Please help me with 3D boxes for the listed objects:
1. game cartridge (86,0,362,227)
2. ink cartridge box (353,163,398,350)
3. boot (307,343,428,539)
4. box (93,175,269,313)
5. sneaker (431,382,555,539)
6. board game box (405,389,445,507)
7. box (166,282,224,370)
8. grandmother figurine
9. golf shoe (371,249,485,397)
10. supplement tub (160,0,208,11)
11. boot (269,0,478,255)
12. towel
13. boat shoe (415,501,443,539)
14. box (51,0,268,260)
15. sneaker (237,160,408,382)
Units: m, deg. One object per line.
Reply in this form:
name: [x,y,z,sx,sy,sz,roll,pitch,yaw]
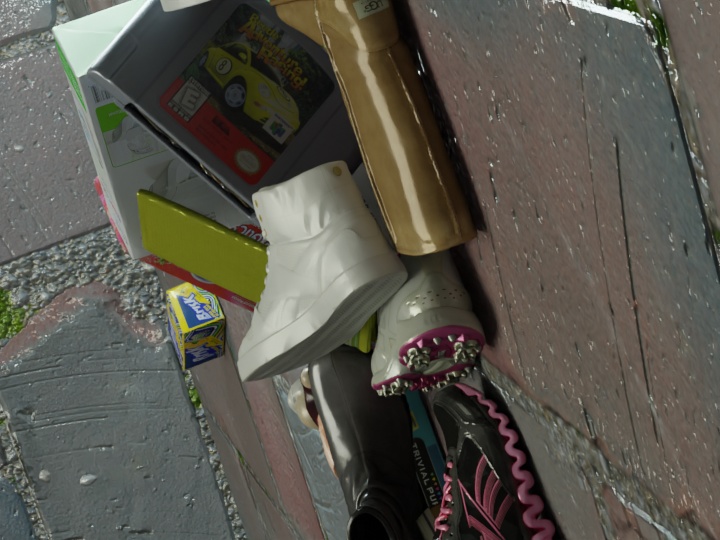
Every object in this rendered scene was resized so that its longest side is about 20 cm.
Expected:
game cartridge: [-0.086,-0.128,1.636,0.200,0.133,0.041,40,158,-9]
ink cartridge box: [0.000,0.000,1.750,0.200,0.067,0.117,82,163,-52]
boot: [0.009,0.159,1.685,0.132,0.070,0.201,-70,-41,-71]
box: [-0.135,-0.048,2.024,0.200,0.100,0.096,28,-151,-51]
sneaker: [0.083,0.177,1.594,0.079,0.095,0.200,90,158,-67]
board game box: [0.043,0.185,1.944,0.151,0.047,0.201,174,76,-79]
box: [-0.232,0.076,3.111,0.200,0.064,0.070,101,147,-72]
grandmother figurine: [-0.018,0.129,1.854,0.122,0.060,0.200,66,171,-18]
golf shoe: [0.046,0.037,1.617,0.200,0.075,0.092,122,139,-71]
supplement tub: [-0.113,-0.295,1.549,0.145,0.145,0.201,-152,43,-75]
boot: [0.005,-0.113,1.521,0.175,0.066,0.201,-156,45,-76]
towel: [-0.077,-0.003,1.674,0.199,0.018,0.086,24,151,12]
boat shoe: [0.095,0.229,1.735,0.075,0.062,0.200,60,178,31]
box: [-0.117,-0.129,1.743,0.097,0.199,0.177,-123,15,-53]
sneaker: [-0.045,-0.004,1.595,0.200,0.074,0.116,-42,68,48]
